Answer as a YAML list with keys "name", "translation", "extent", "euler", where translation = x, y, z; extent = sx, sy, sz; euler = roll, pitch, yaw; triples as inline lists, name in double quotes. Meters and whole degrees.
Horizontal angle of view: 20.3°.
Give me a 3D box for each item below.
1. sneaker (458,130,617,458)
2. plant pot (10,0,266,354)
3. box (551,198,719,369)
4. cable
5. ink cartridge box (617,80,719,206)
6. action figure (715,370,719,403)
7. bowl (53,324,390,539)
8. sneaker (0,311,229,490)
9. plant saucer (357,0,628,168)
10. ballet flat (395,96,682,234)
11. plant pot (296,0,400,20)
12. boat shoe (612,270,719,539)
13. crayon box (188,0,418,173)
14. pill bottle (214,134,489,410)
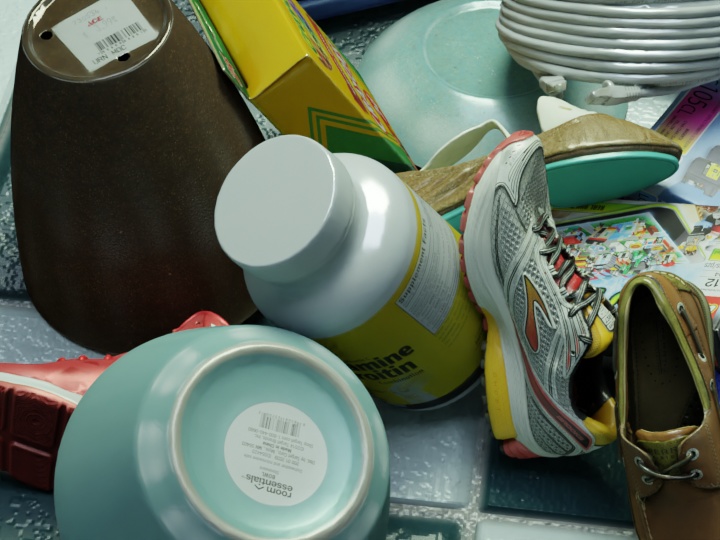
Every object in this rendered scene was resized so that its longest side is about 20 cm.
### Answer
- name: "sneaker"
  translation: [0.114, 0.014, 1.185]
  extent: [0.081, 0.202, 0.078]
  euler: [0, 21, 32]
- name: "plant pot"
  translation: [-0.143, -0.082, 1.259]
  extent: [0.185, 0.201, 0.188]
  euler: [-3, 51, 4]
- name: "box"
  translation: [0.156, 0.003, 1.261]
  extent: [0.198, 0.035, 0.110]
  euler: [5, 45, 33]
- name: "cable"
  translation: [0.190, -0.178, 1.367]
  extent: [0.198, 0.070, 0.200]
  euler: [-11, 24, -17]
- name: "ink cartridge box"
  translation: [0.281, -0.040, 1.321]
  extent: [0.199, 0.077, 0.137]
  euler: [27, 53, 21]
- name: "action figure"
  translation: [0.223, 0.059, 1.249]
  extent: [0.065, 0.052, 0.201]
  euler: [-17, 47, -11]
- name: "bowl"
  translation: [-0.063, 0.110, 1.107]
  extent: [0.199, 0.105, 0.203]
  euler: [7, 66, -16]
- name: "sneaker"
  translation: [-0.147, 0.075, 1.228]
  extent: [0.198, 0.079, 0.116]
  euler: [16, 39, -1]
- name: "plant saucer"
  translation: [0.095, -0.145, 1.443]
  extent: [0.199, 0.039, 0.202]
  euler: [0, 47, 0]
- name: "ballet flat"
  translation: [0.103, -0.068, 1.288]
  extent: [0.198, 0.068, 0.073]
  euler: [-20, 61, 13]
- name: "plant pot"
  translation: [-0.015, -0.307, 1.498]
  extent: [0.198, 0.181, 0.201]
  euler: [-16, 49, -13]
- name: "boat shoe"
  translation: [0.174, 0.101, 1.136]
  extent: [0.071, 0.068, 0.202]
  euler: [-15, 79, 21]
- name: "crayon box"
  translation: [-0.041, -0.128, 1.320]
  extent: [0.051, 0.200, 0.127]
  euler: [-36, 50, 9]
- name: "pill bottle"
  translation: [0.000, 0.000, 1.184]
  extent: [0.111, 0.200, 0.113]
  euler: [-14, 60, 26]
